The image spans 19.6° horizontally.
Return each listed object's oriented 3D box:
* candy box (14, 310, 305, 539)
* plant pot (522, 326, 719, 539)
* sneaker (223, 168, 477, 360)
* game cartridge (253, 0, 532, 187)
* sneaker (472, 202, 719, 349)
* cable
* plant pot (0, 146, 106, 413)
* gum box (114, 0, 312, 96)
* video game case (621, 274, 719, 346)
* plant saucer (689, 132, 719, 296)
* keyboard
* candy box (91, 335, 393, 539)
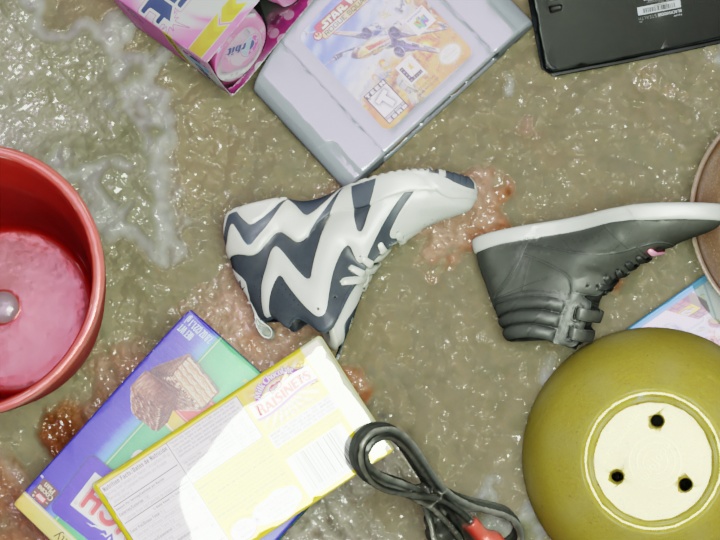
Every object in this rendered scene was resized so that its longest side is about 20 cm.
[{"bbox_3d":[-0.133,0.159,1.577,0.169,0.077,0.200,41,86,5],"label":"candy box"},{"bbox_3d":[0.213,0.139,1.525,0.199,0.142,0.201,-1,86,9],"label":"plant pot"},{"bbox_3d":[0.000,0.000,1.598,0.199,0.079,0.130,-11,82,0],"label":"sneaker"},{"bbox_3d":[0.019,-0.175,1.647,0.200,0.042,0.133,-43,87,-5],"label":"game cartridge"},{"bbox_3d":[0.187,0.005,1.581,0.199,0.071,0.100,-12,83,22],"label":"sneaker"},{"bbox_3d":[0.067,0.181,1.539,0.097,0.050,0.200,-36,124,-13],"label":"cable"},{"bbox_3d":[-0.276,0.019,1.553,0.200,0.177,0.201,0,82,1],"label":"plant pot"},{"bbox_3d":[-0.086,-0.252,1.630,0.113,0.066,0.200,36,84,25],"label":"gum box"},{"bbox_3d":[0.317,0.055,1.610,0.200,0.018,0.143,-34,82,-3],"label":"video game case"},{"bbox_3d":[0.351,-0.038,1.596,0.200,0.037,0.201,-1,78,3],"label":"plant saucer"},{"bbox_3d":[0.230,-0.222,1.652,0.199,0.040,0.104,-11,100,-5],"label":"keyboard"},{"bbox_3d":[-0.086,0.144,1.527,0.200,0.026,0.102,-33,84,-6],"label":"candy box"}]
